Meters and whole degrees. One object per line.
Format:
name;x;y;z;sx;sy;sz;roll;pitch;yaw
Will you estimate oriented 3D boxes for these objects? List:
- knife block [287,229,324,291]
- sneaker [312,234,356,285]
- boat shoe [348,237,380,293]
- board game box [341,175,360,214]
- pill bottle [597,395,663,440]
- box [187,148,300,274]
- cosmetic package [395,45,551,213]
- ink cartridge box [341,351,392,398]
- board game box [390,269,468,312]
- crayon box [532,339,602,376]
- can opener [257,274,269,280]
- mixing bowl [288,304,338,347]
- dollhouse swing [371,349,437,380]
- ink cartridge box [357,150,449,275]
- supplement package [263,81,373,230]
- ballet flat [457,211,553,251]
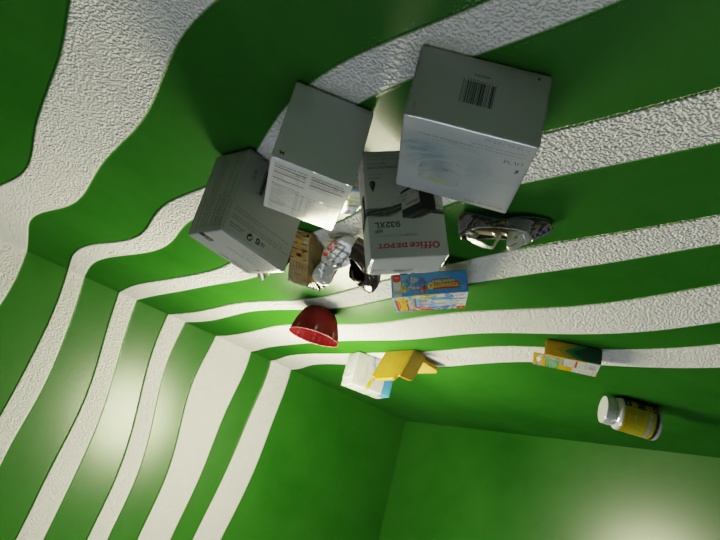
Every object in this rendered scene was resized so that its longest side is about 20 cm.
knife block;-0.135;-0.036;1.696;0.062;0.207;0.175;15;-155;20
sneaker;-0.067;-0.044;1.612;0.076;0.083;0.200;36;133;-10
boat shoe;0.000;0.000;1.541;0.073;0.074;0.203;30;154;29
board game box;-0.088;-0.166;1.269;0.193;0.036;0.134;4;163;-18
pill bottle;0.960;0.523;2.133;0.193;0.118;0.115;15;160;5
box;-0.248;-0.126;1.342;0.128;0.206;0.198;-3;153;40
cosmetic package;0.164;-0.207;0.922;0.193;0.127;0.201;15;161;6
ink cartridge box;0.036;0.479;2.721;0.195;0.150;0.146;23;160;-16
board game box;0.180;0.056;1.555;0.188;0.058;0.200;-5;165;7
crayon box;0.633;0.266;1.839;0.193;0.053;0.126;9;158;19
can opener;-0.317;-0.034;1.876;0.067;0.053;0.201;47;163;11
mixing bowl;-0.159;0.199;2.226;0.194;0.112;0.201;16;160;6
dollhouse swing;0.190;0.425;2.453;0.177;0.184;0.198;48;148;-19
ink cartridge box;0.074;-0.106;1.081;0.140;0.207;0.084;-3;163;-7
supplement package;-0.082;-0.199;1.092;0.146;0.156;0.200;19;160;-7
ballet flat;0.293;-0.074;1.230;0.194;0.074;0.072;7;158;24
